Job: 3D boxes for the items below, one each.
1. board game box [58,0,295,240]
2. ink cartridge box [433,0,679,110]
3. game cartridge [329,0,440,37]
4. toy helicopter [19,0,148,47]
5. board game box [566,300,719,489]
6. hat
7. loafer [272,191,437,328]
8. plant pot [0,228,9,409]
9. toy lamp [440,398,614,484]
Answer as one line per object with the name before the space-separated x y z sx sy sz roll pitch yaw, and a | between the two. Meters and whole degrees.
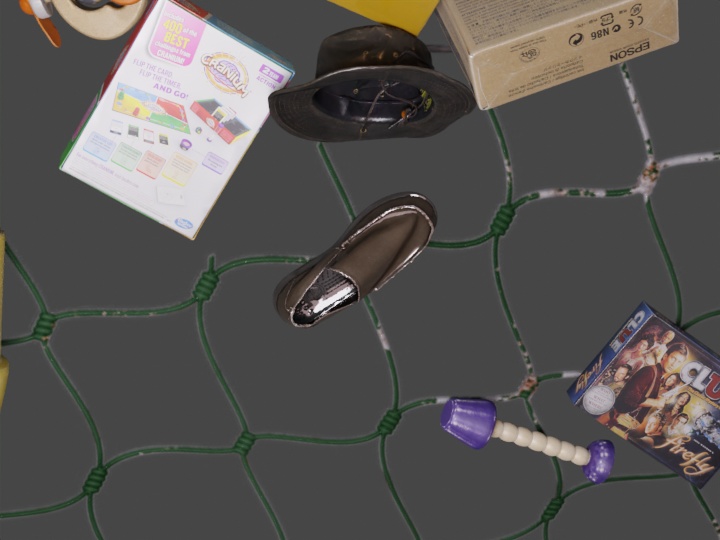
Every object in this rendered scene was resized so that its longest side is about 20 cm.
board game box | -0.179 -0.151 1.438 0.152 0.040 0.201 29 106 -19
ink cartridge box | 0.174 -0.255 1.377 0.199 0.165 0.075 -19 138 0
game cartridge | -0.005 -0.283 1.315 0.175 0.200 0.033 23 77 -6
toy helicopter | -0.284 -0.293 1.356 0.132 0.079 0.200 -40 102 19
board game box | 0.348 0.141 1.649 0.199 0.035 0.136 33 104 -20
hat | 0.010 -0.188 1.416 0.199 0.201 0.082 1 76 -9
loafer | 0.000 0.000 1.514 0.200 0.071 0.073 -40 113 9
plant pot | -0.424 0.039 1.408 0.199 0.201 0.190 14 96 -14
toy lamp | 0.183 0.186 1.630 0.199 0.058 0.059 18 109 -15
